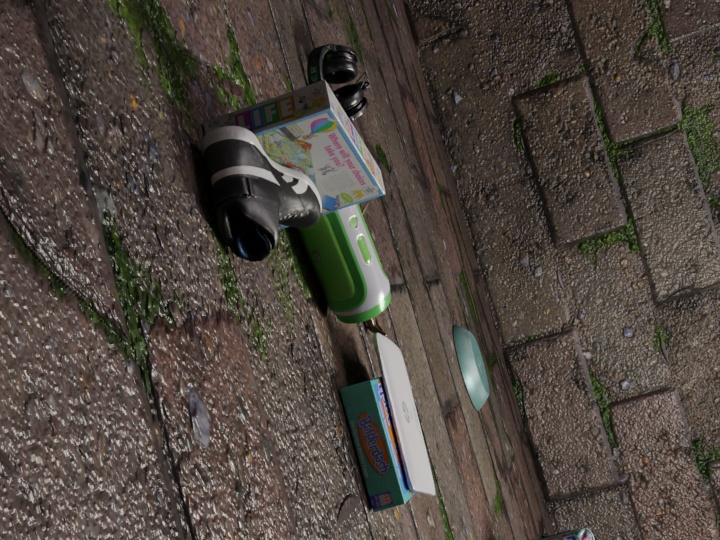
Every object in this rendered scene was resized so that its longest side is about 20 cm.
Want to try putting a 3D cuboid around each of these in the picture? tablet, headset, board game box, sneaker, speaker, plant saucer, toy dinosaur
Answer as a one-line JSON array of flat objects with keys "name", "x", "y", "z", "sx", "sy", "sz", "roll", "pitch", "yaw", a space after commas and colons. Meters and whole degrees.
[{"name": "tablet", "x": 0.058, "y": 0.186, "z": 1.385, "sx": 0.130, "sy": 0.013, "sz": 0.203, "roll": 42, "pitch": 32, "yaw": -69}, {"name": "headset", "x": -0.040, "y": -0.293, "z": 1.726, "sx": 0.199, "sy": 0.093, "sz": 0.125, "roll": -21, "pitch": 98, "yaw": -63}, {"name": "board game box", "x": -0.064, "y": -0.116, "z": 1.145, "sx": 0.200, "sy": 0.133, "sz": 0.035, "roll": 52, "pitch": 24, "yaw": -62}, {"name": "sneaker", "x": -0.096, "y": -0.052, "z": 1.085, "sx": 0.200, "sy": 0.072, "sz": 0.113, "roll": 37, "pitch": 41, "yaw": -58}, {"name": "speaker", "x": -0.029, "y": -0.039, "z": 1.314, "sx": 0.089, "sy": 0.087, "sz": 0.202, "roll": -84, "pitch": 155, "yaw": -62}, {"name": "board game box", "x": 0.035, "y": 0.213, "z": 1.383, "sx": 0.200, "sy": 0.044, "sz": 0.154, "roll": 6, "pitch": 68, "yaw": -77}, {"name": "plant saucer", "x": 0.258, "y": 0.218, "z": 2.470, "sx": 0.200, "sy": 0.035, "sz": 0.203, "roll": -17, "pitch": 90, "yaw": -78}, {"name": "toy dinosaur", "x": 0.000, "y": 0.000, "z": 1.536, "sx": 0.101, "sy": 0.057, "sz": 0.203, "roll": 108, "pitch": -26, "yaw": -84}]

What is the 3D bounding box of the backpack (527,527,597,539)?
[{"name": "backpack", "x": 0.365, "y": 0.592, "z": 2.059, "sx": 0.150, "sy": 0.197, "sz": 0.180, "roll": 41, "pitch": 37, "yaw": -62}]
